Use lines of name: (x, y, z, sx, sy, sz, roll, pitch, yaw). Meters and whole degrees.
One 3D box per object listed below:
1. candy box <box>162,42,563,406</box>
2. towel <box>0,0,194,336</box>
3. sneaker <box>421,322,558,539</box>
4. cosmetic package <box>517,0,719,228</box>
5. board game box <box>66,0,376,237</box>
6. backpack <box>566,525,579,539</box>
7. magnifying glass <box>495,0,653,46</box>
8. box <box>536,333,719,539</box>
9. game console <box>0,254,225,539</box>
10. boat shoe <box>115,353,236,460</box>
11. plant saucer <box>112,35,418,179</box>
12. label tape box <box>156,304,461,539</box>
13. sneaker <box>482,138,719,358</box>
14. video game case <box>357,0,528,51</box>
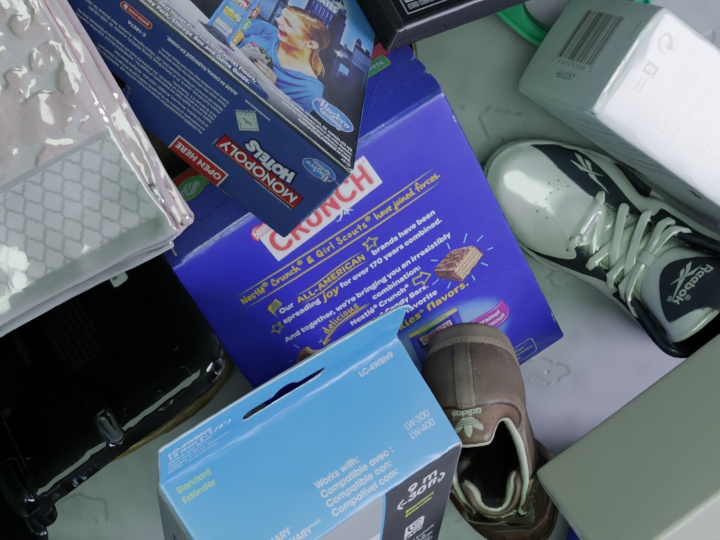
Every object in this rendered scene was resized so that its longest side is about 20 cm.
candy box: (0.000, 0.000, 0.803, 0.169, 0.077, 0.200, -32, 131, -2)
towel: (-0.203, -0.051, 0.631, 0.200, 0.032, 0.191, -28, 109, 9)
sneaker: (0.071, 0.117, 0.816, 0.070, 0.076, 0.200, -9, 136, 14)
cosmetic package: (0.198, -0.075, 0.824, 0.200, 0.102, 0.074, 32, 94, -24)
board game box: (-0.066, -0.150, 0.719, 0.200, 0.200, 0.062, 39, 131, -12)
backpack: (0.225, 0.195, 0.859, 0.200, 0.168, 0.163, 18, 89, -6)
magnifying glass: (0.073, -0.172, 0.825, 0.200, 0.022, 0.080, 15, 141, -14)
box: (0.202, 0.090, 0.775, 0.200, 0.082, 0.068, -36, 139, 3)
game console: (-0.156, 0.063, 0.746, 0.176, 0.200, 0.116, -37, 137, -4)
boat shoe: (-0.162, 0.080, 0.840, 0.200, 0.066, 0.074, -31, 102, 0)
plant saucer: (-0.062, -0.109, 0.821, 0.200, 0.032, 0.201, -3, 98, -24)
label tape box: (-0.024, 0.119, 0.734, 0.143, 0.200, 0.066, -31, 65, -22)
sneaker: (0.166, -0.008, 0.836, 0.199, 0.130, 0.080, 39, 90, -11)
video game case: (0.058, -0.224, 0.757, 0.200, 0.026, 0.181, -23, 77, -22)
